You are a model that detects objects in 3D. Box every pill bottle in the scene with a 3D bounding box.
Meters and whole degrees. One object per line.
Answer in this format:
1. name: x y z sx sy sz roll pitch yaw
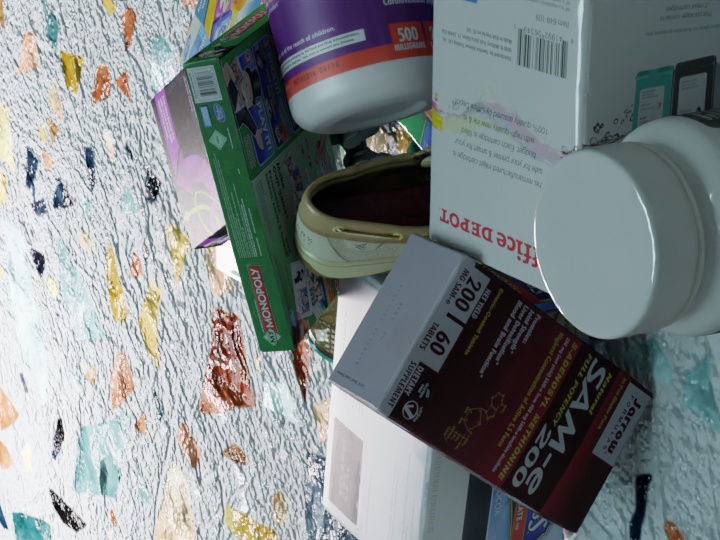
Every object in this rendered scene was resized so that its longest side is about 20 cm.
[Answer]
1. pill bottle: -0.011 -0.197 1.176 0.112 0.112 0.202 -22 80 58
2. pill bottle: 0.196 -0.029 0.950 0.113 0.198 0.115 25 120 54

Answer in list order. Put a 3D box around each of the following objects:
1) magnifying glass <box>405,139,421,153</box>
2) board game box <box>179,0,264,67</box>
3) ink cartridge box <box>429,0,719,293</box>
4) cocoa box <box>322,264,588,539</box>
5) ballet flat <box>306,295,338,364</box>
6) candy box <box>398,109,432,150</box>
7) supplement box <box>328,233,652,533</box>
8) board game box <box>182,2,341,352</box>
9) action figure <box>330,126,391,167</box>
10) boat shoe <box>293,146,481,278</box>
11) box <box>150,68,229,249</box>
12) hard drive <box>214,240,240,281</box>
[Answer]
1. magnifying glass: 0.104 -0.029 1.236 0.200 0.079 0.023 41 116 31
2. board game box: -0.071 -0.186 1.350 0.152 0.046 0.200 -70 26 19
3. ink cartridge box: 0.138 -0.105 1.074 0.146 0.145 0.202 26 121 52
4. cocoa box: 0.065 0.095 1.269 0.133 0.130 0.202 36 128 50
5. ballet flat: 0.000 0.000 1.371 0.065 0.070 0.201 -49 18 23
6. candy box: 0.067 -0.195 1.230 0.169 0.076 0.201 52 138 39
7. supplement box: 0.085 0.074 1.143 0.061 0.199 0.109 24 82 52
8. board game box: -0.055 -0.065 1.216 0.029 0.135 0.202 -5 111 22
9. action figure: -0.020 -0.165 1.386 0.118 0.054 0.201 65 -173 -55
10. boat shoe: 0.054 -0.045 1.178 0.067 0.198 0.075 88 164 -60
11. box: -0.110 -0.116 1.535 0.200 0.036 0.144 -32 72 56
12. hard drive: -0.089 -0.084 1.569 0.132 0.026 0.202 27 121 53
